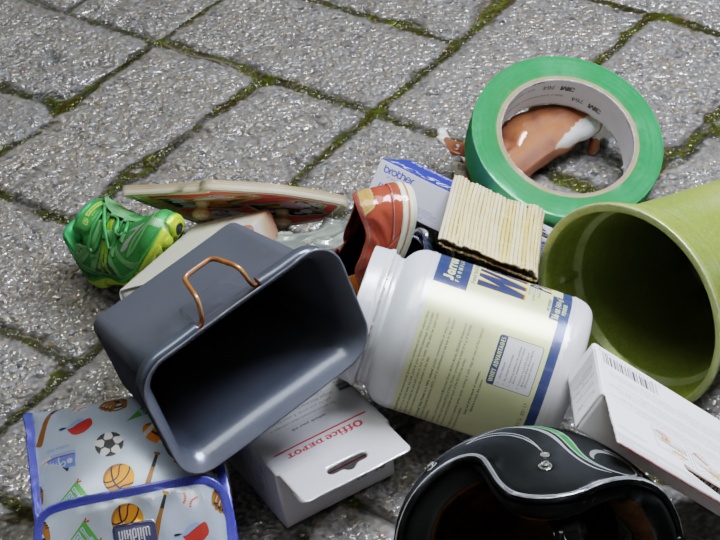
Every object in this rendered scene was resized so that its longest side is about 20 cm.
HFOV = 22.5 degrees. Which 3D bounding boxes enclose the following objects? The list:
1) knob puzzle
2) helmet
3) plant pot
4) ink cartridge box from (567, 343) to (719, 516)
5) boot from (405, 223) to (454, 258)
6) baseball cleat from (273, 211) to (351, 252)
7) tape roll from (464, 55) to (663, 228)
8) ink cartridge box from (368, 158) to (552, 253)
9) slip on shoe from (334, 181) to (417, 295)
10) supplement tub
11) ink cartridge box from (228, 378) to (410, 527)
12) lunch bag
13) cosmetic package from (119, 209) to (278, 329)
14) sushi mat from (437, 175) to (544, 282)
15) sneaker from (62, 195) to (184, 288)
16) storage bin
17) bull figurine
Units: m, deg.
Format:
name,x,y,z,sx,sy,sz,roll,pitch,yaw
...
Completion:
name,x,y,z,sx,sy,sz,roll,pitch,yaw
knob puzzle,-0.108,-0.057,1.808,0.219,0.220,0.030,1,81,10
helmet,0.131,0.211,1.407,0.200,0.200,0.191,-33,24,-29
plant pot,0.298,0.004,1.659,0.200,0.200,0.184,28,39,36
ink cartridge box,0.263,0.157,1.449,0.200,0.045,0.176,31,20,-11
boot,0.056,-0.018,1.782,0.073,0.090,0.200,-5,39,2
baseball cleat,-0.040,0.006,1.736,0.070,0.107,0.200,10,16,27
tape roll,0.209,-0.127,1.865,0.200,0.048,0.201,3,60,-6
ink cartridge box,0.112,-0.050,1.779,0.200,0.044,0.094,26,11,16
slip on shoe,0.000,0.000,1.682,0.061,0.200,0.074,0,42,-19
supplement tub,0.089,0.067,1.590,0.200,0.145,0.145,18,42,2
ink cartridge box,-0.051,0.149,1.607,0.116,0.067,0.200,-24,41,-21
lunch bag,-0.188,0.204,1.521,0.170,0.124,0.200,-10,50,-4
cosmetic package,-0.137,0.023,1.691,0.087,0.103,0.200,-12,16,20
sushi mat,0.123,-0.042,1.666,0.096,0.012,0.200,20,20,0
sneaker,-0.242,-0.030,1.787,0.200,0.084,0.074,-14,35,56
storage bin,-0.122,0.044,1.500,0.200,0.146,0.134,-37,39,-20
bull figurine,0.180,-0.147,1.946,0.200,0.065,0.121,-31,42,-29
